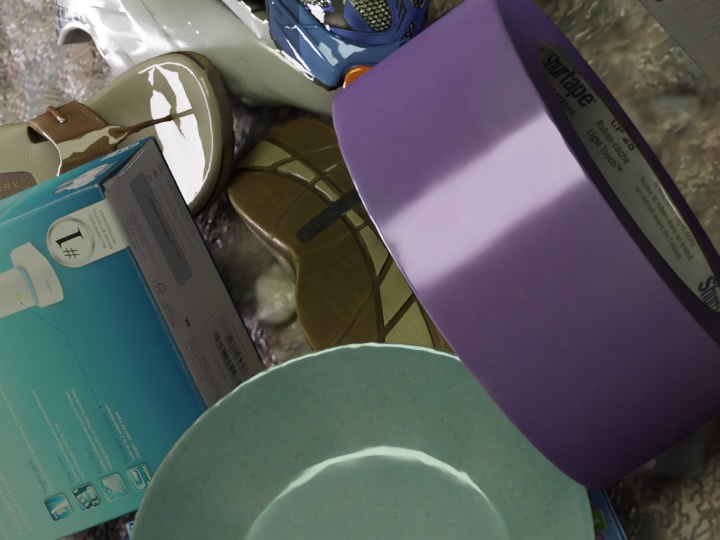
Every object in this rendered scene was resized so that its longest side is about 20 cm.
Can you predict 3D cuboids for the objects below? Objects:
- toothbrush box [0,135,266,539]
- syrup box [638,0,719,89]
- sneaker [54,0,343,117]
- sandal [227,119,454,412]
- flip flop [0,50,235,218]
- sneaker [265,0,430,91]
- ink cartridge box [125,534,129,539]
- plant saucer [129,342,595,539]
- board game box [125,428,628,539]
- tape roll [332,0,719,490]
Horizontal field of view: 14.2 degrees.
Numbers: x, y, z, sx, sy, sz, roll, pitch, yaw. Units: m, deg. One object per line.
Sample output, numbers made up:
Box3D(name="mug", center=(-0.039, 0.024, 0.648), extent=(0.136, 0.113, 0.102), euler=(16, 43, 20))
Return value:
Box3D(name="toothbrush box", center=(-0.159, 0.047, 1.331), extent=(0.199, 0.085, 0.147), euler=(-23, 101, 20))
Box3D(name="syrup box", center=(0.152, -0.144, 1.201), extent=(0.081, 0.200, 0.079), euler=(-25, 59, 17))
Box3D(name="sneaker", center=(-0.068, -0.111, 1.404), extent=(0.200, 0.076, 0.081), euler=(31, 110, 32))
Box3D(name="sandal", center=(0.000, 0.000, 1.322), extent=(0.080, 0.054, 0.200), euler=(-34, 40, -3))
Box3D(name="flip flop", center=(-0.142, -0.051, 1.397), extent=(0.199, 0.057, 0.082), euler=(-12, 92, 34))
Box3D(name="sneaker", center=(-0.030, -0.159, 1.340), extent=(0.200, 0.075, 0.079), euler=(41, 120, 31))
Box3D(name="ink cartridge box", center=(-0.091, 0.216, 1.292), extent=(0.119, 0.042, 0.201), euler=(22, 85, 34))
Box3D(name="plant saucer", center=(0.001, 0.127, 1.198), extent=(0.200, 0.039, 0.202), euler=(-6, 61, 10))
Box3D(name="board game box", center=(0.016, 0.138, 1.232), extent=(0.199, 0.037, 0.152), euler=(-24, 59, 2))
Box3D(name="tape roll", center=(0.080, -0.015, 1.191), extent=(0.085, 0.200, 0.200), euler=(-35, 57, 13))
